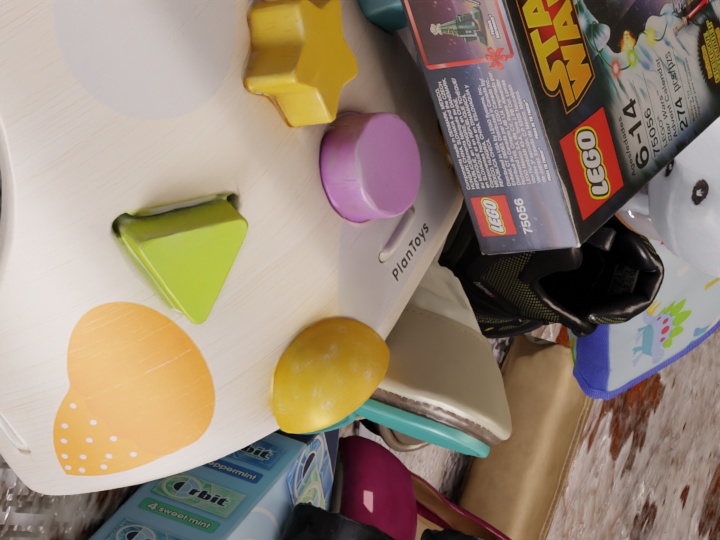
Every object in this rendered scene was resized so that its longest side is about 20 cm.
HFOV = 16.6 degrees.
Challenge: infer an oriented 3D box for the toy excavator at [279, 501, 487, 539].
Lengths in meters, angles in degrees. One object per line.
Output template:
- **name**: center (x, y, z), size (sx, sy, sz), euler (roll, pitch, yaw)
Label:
- **toy excavator**: center (0.025, 0.168, 0.917), size (0.200, 0.194, 0.100), euler (36, 69, -42)

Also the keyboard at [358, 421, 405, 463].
- **keyboard**: center (0.015, 0.043, 1.085), size (0.056, 0.011, 0.201), euler (-50, 152, -50)

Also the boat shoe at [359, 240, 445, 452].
- **boat shoe**: center (0.000, 0.000, 0.950), size (0.067, 0.057, 0.200), euler (-33, 146, -12)

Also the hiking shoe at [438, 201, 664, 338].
- **hiking shoe**: center (0.078, 0.002, 1.049), size (0.076, 0.100, 0.200), euler (-61, 162, -3)

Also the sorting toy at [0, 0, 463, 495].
- **sorting toy**: center (-0.047, -0.064, 0.707), size (0.200, 0.106, 0.180), euler (-59, 139, -35)

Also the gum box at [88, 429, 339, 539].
- **gum box**: center (-0.073, 0.159, 0.877), size (0.200, 0.044, 0.171), euler (-47, 149, -55)

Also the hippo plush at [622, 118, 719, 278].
- **hippo plush**: center (0.162, -0.077, 0.947), size (0.160, 0.159, 0.200), euler (-33, 133, -13)

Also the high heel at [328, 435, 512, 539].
- **high heel**: center (0.038, 0.111, 1.013), size (0.200, 0.096, 0.068), euler (67, 26, -72)

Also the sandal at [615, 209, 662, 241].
- **sandal**: center (0.145, -0.045, 1.055), size (0.206, 0.059, 0.080), euler (-8, 79, -51)

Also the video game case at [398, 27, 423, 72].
- **video game case**: center (0.051, -0.185, 0.957), size (0.182, 0.022, 0.201), euler (-52, 154, -46)

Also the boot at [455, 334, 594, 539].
- **boot**: center (0.064, 0.128, 1.233), size (0.175, 0.066, 0.201), euler (51, 59, -83)

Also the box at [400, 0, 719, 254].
- **box**: center (0.056, -0.124, 0.745), size (0.137, 0.040, 0.201), euler (-39, 117, -46)

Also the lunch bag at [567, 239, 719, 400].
- **lunch bag**: center (0.151, -0.059, 1.201), size (0.170, 0.127, 0.200), euler (87, 26, -49)

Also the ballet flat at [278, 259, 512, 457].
- **ballet flat**: center (-0.002, 0.020, 0.804), size (0.200, 0.069, 0.070), euler (-2, -115, 66)
